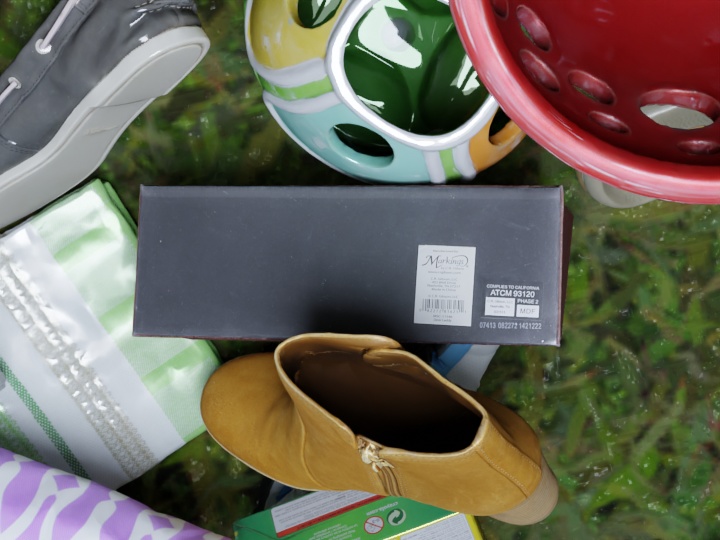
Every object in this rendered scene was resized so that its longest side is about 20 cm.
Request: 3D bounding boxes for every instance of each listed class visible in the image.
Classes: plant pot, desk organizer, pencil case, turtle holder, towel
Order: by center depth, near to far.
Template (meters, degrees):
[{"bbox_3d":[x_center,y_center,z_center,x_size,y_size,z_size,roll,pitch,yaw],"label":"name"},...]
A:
[{"bbox_3d":[0.136,-0.148,0.667,0.199,0.183,0.201,2,113,6],"label":"plant pot"},{"bbox_3d":[0.009,-0.120,0.772,0.141,0.132,0.186,-32,106,6],"label":"turtle holder"},{"bbox_3d":[-0.154,0.137,0.794,0.199,0.086,0.084,19,147,12],"label":"pencil case"},{"bbox_3d":[0.000,0.000,0.796,0.199,0.077,0.072,1,85,13],"label":"desk organizer"},{"bbox_3d":[-0.178,0.060,0.866,0.199,0.031,0.150,-31,108,2],"label":"towel"}]

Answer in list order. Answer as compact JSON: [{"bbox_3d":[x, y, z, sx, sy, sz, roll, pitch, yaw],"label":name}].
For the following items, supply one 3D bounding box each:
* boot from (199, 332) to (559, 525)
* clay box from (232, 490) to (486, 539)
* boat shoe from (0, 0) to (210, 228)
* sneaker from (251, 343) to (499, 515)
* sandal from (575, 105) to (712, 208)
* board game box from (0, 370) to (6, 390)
[{"bbox_3d":[-0.012,0.056,0.746,0.200,0.144,0.071,15,74,28],"label":"boot"},{"bbox_3d":[0.020,0.180,0.870,0.114,0.048,0.200,-20,137,1],"label":"clay box"},{"bbox_3d":[-0.145,-0.079,0.787,0.200,0.067,0.057,-35,78,37],"label":"boat shoe"},{"bbox_3d":[0.032,0.080,0.869,0.086,0.075,0.200,33,109,-19],"label":"sneaker"},{"bbox_3d":[0.203,-0.078,0.828,0.199,0.054,0.080,-26,129,5],"label":"sandal"},{"bbox_3d":[-0.233,-0.018,0.765,0.035,0.126,0.201,-28,94,1],"label":"board game box"}]
